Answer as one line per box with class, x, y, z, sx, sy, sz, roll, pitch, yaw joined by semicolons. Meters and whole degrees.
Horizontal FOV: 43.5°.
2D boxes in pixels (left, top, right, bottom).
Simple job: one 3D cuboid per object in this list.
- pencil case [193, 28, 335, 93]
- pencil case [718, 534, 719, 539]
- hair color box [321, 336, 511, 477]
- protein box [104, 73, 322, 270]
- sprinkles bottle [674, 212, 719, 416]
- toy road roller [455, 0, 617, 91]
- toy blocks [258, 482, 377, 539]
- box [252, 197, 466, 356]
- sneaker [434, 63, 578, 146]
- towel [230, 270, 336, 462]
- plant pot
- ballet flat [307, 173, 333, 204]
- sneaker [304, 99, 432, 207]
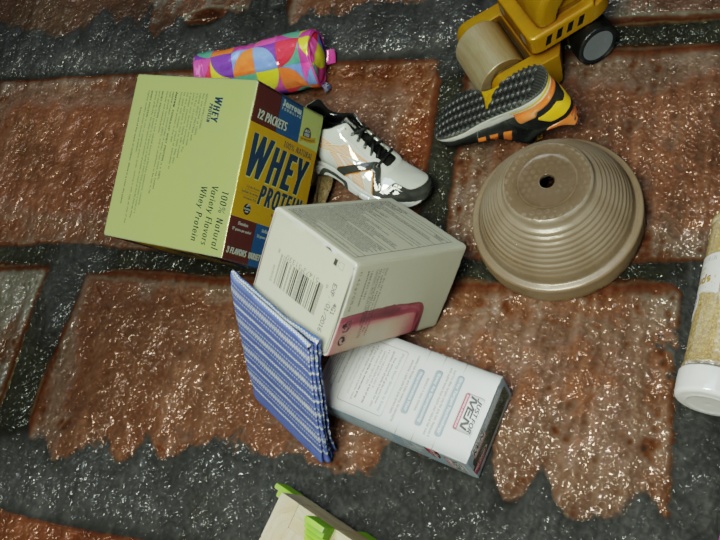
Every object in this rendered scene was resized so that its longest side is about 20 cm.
pencil case;-0.137;-0.283;1.272;0.195;0.089;0.090;-5;62;17
pencil case;0.416;0.228;0.778;0.196;0.087;0.093;8;38;26
hair color box;0.054;0.137;0.985;0.197;0.061;0.101;18;72;29
protein box;-0.175;-0.114;1.083;0.196;0.134;0.204;10;87;34
sprinkles bottle;0.369;0.041;0.906;0.067;0.068;0.204;10;68;26
toy road roller;0.210;-0.314;1.108;0.197;0.146;0.124;-30;56;4
toy blocks;-0.044;0.327;0.916;0.197;0.100;0.139;25;86;30
box;0.000;0.000;0.984;0.127;0.198;0.111;34;116;32
sneaker;0.173;-0.176;1.088;0.198;0.089;0.071;-13;50;54
towel;-0.083;0.108;0.980;0.024;0.203;0.144;-33;50;-28
plant pot;0.217;-0.077;1.014;0.196;0.093;0.205;-9;60;16
ballet flat;-0.078;-0.096;1.157;0.069;0.065;0.204;-5;61;24
sneaker;0.000;-0.143;1.115;0.197;0.081;0.074;24;40;10
